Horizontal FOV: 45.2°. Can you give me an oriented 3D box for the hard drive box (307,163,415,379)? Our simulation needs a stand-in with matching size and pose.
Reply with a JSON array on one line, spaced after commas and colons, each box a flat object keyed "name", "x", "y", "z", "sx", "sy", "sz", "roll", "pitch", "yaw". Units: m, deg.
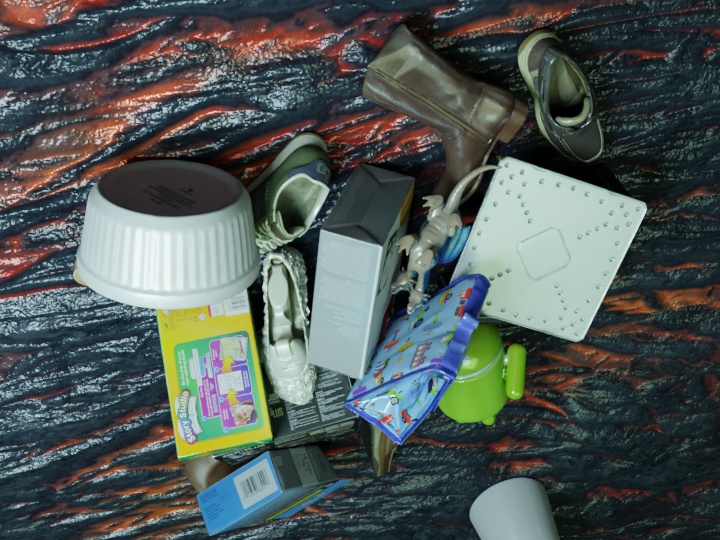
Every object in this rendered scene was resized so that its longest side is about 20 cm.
[{"name": "hard drive box", "x": 0.000, "y": 0.000, "z": 1.049, "sx": 0.075, "sy": 0.157, "sz": 0.203, "roll": 16, "pitch": 129, "yaw": 9}]

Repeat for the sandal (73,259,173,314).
[{"name": "sandal", "x": -0.239, "y": 0.021, "z": 1.030, "sx": 0.207, "sy": 0.071, "sz": 0.078, "roll": -2, "pitch": 151, "yaw": 0}]

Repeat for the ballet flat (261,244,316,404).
[{"name": "ballet flat", "x": -0.097, "y": 0.069, "z": 1.076, "sx": 0.070, "sy": 0.072, "sz": 0.204, "roll": -6, "pitch": 88, "yaw": -11}]

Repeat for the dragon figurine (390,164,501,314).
[{"name": "dragon figurine", "x": 0.094, "y": -0.044, "z": 1.034, "sx": 0.202, "sy": 0.058, "sz": 0.099, "roll": -58, "pitch": 165, "yaw": 0}]

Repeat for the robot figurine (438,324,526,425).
[{"name": "robot figurine", "x": 0.152, "y": 0.135, "z": 1.238, "sx": 0.172, "sy": 0.117, "sz": 0.202, "roll": 2, "pitch": 136, "yaw": 21}]

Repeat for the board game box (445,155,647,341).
[{"name": "board game box", "x": 0.226, "y": -0.025, "z": 1.079, "sx": 0.196, "sy": 0.026, "sz": 0.203, "roll": 16, "pitch": 114, "yaw": -11}]

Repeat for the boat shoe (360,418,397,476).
[{"name": "boat shoe", "x": 0.042, "y": 0.235, "z": 1.315, "sx": 0.072, "sy": 0.076, "sz": 0.203, "roll": -12, "pitch": 131, "yaw": -11}]

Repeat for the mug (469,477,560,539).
[{"name": "mug", "x": 0.301, "y": 0.481, "z": 1.539, "sx": 0.184, "sy": 0.154, "sz": 0.150, "roll": 20, "pitch": 120, "yaw": -29}]

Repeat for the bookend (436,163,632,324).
[{"name": "bookend", "x": 0.226, "y": -0.035, "z": 1.139, "sx": 0.195, "sy": 0.093, "sz": 0.203, "roll": 1, "pitch": 127, "yaw": -17}]

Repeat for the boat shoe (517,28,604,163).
[{"name": "boat shoe", "x": 0.246, "y": -0.193, "z": 1.034, "sx": 0.073, "sy": 0.065, "sz": 0.200, "roll": -35, "pitch": 130, "yaw": 11}]

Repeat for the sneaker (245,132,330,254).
[{"name": "sneaker", "x": -0.102, "y": -0.063, "z": 1.018, "sx": 0.066, "sy": 0.091, "sz": 0.201, "roll": 26, "pitch": 117, "yaw": -33}]

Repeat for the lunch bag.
[{"name": "lunch bag", "x": 0.083, "y": 0.095, "z": 1.042, "sx": 0.093, "sy": 0.152, "sz": 0.200, "roll": 34, "pitch": 142, "yaw": -5}]

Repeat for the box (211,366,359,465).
[{"name": "box", "x": -0.106, "y": 0.194, "z": 1.179, "sx": 0.196, "sy": 0.088, "sz": 0.164, "roll": -15, "pitch": 165, "yaw": -4}]

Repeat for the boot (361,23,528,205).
[{"name": "boot", "x": 0.069, "y": -0.171, "z": 1.006, "sx": 0.197, "sy": 0.065, "sz": 0.187, "roll": 20, "pitch": 123, "yaw": -25}]

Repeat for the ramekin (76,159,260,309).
[{"name": "ramekin", "x": -0.205, "y": -0.048, "z": 0.938, "sx": 0.198, "sy": 0.203, "sz": 0.096, "roll": -1, "pitch": 118, "yaw": -16}]

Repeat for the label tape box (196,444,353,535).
[{"name": "label tape box", "x": -0.121, "y": 0.316, "z": 1.265, "sx": 0.143, "sy": 0.064, "sz": 0.199, "roll": -34, "pitch": 159, "yaw": 21}]

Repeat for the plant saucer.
[{"name": "plant saucer", "x": -0.169, "y": 0.307, "z": 1.334, "sx": 0.196, "sy": 0.037, "sz": 0.203, "roll": -9, "pitch": 130, "yaw": -11}]

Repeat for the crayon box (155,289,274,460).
[{"name": "crayon box", "x": -0.182, "y": 0.123, "z": 1.077, "sx": 0.116, "sy": 0.204, "sz": 0.058, "roll": -10, "pitch": 169, "yaw": -5}]

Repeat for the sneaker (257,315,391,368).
[{"name": "sneaker", "x": -0.050, "y": 0.092, "z": 1.149, "sx": 0.196, "sy": 0.087, "sz": 0.076, "roll": -18, "pitch": 93, "yaw": -5}]
